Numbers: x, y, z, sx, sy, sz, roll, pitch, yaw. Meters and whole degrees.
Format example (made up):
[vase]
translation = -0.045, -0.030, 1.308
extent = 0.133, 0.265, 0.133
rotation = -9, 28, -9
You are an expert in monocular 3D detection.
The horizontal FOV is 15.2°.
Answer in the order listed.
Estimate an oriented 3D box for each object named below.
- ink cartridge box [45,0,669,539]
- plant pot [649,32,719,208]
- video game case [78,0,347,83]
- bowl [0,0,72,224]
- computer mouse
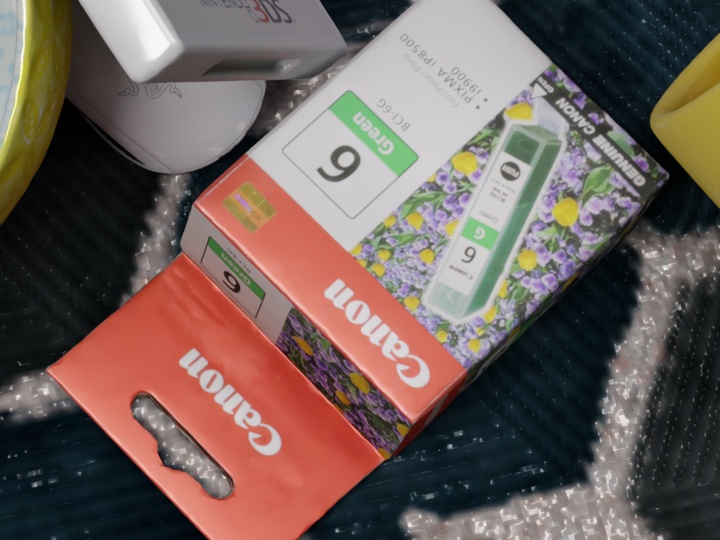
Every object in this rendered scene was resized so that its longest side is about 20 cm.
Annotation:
[ink cartridge box]
translation = 0.000, 0.000, 0.934
extent = 0.109, 0.050, 0.200
rotation = 45, 68, 7
[plant pot]
translation = 0.233, -0.047, 0.926
extent = 0.201, 0.201, 0.189
rotation = -43, 95, -21
[video game case]
translation = -0.087, -0.149, 0.873
extent = 0.024, 0.182, 0.200
rotation = -34, 85, 16
[bowl]
translation = -0.170, -0.079, 0.888
extent = 0.200, 0.108, 0.200
rotation = 1, 94, 22
[computer mouse]
translation = -0.110, -0.120, 0.943
extent = 0.110, 0.044, 0.200
rotation = -43, 83, 10
